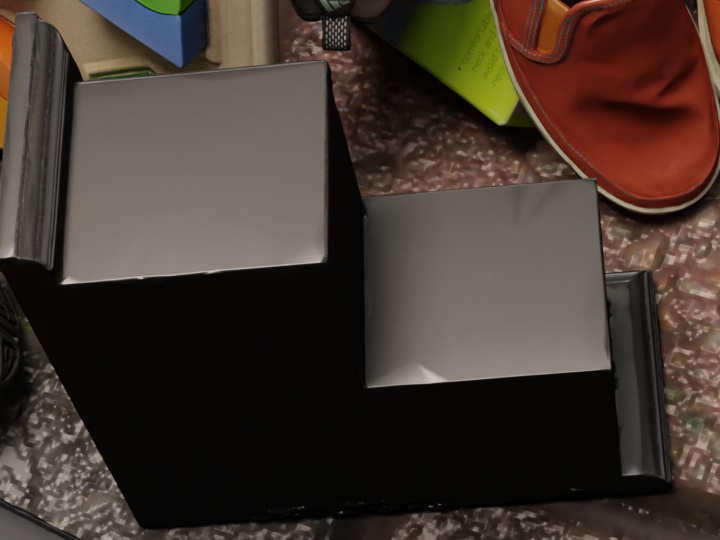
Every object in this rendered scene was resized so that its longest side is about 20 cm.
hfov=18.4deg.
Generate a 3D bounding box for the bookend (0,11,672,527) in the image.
[{"bbox_3d":[0.000,0.000,0.748,0.198,0.200,0.093,-5,59,7],"label":"bookend"}]

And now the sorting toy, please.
[{"bbox_3d":[-0.111,-0.095,0.831,0.199,0.186,0.036,28,51,24],"label":"sorting toy"}]

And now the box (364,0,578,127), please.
[{"bbox_3d":[0.024,-0.161,0.894,0.200,0.048,0.122,39,111,26],"label":"box"}]

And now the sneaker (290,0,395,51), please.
[{"bbox_3d":[-0.003,-0.170,0.835,0.077,0.140,0.201,8,53,8],"label":"sneaker"}]

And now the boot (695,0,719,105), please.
[{"bbox_3d":[0.161,-0.131,0.854,0.075,0.107,0.201,-16,61,-4],"label":"boot"}]

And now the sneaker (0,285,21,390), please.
[{"bbox_3d":[-0.204,-0.007,0.868,0.092,0.076,0.200,-35,53,-3],"label":"sneaker"}]

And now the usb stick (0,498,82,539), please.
[{"bbox_3d":[-0.134,0.110,0.802,0.199,0.033,0.056,23,65,21],"label":"usb stick"}]

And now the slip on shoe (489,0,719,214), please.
[{"bbox_3d":[0.085,-0.099,0.800,0.074,0.201,0.061,-28,31,-5],"label":"slip on shoe"}]
